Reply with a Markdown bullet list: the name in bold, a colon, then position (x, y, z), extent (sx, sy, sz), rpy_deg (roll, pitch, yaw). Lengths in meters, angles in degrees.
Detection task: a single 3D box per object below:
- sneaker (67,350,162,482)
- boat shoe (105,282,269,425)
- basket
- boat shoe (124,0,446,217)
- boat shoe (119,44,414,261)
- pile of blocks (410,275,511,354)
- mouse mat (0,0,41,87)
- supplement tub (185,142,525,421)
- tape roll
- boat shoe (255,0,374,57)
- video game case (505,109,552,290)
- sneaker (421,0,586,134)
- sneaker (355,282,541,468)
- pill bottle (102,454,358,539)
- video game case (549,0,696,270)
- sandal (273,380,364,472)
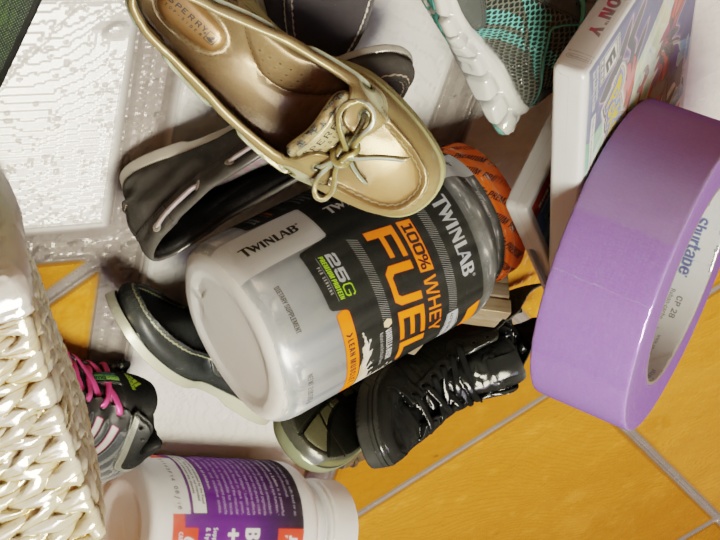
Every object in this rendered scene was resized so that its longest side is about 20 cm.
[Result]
- **sneaker**: position (-0.187, 0.085, 0.907), extent (0.087, 0.074, 0.200), rpy_deg (-23, 145, -8)
- **boat shoe**: position (-0.100, 0.045, 0.910), extent (0.068, 0.072, 0.200), rpy_deg (-40, 146, 10)
- **basket**: position (-0.253, 0.067, 0.703), extent (0.198, 0.200, 0.161), rpy_deg (-19, 115, -10)
- **boat shoe**: position (-0.041, -0.089, 0.703), extent (0.200, 0.063, 0.073), rpy_deg (33, 108, -11)
- **boat shoe**: position (-0.051, -0.065, 0.782), extent (0.200, 0.057, 0.067), rpy_deg (-24, 158, 18)
- **pile of blocks**: position (0.015, 0.028, 0.949), extent (0.200, 0.082, 0.062), rpy_deg (-17, 162, -24)
- **mouse mat**: position (-0.246, -0.129, 0.665), extent (0.161, 0.008, 0.200), rpy_deg (8, 133, -36)
- **supplement tub**: position (0.000, 0.000, 0.843), extent (0.200, 0.123, 0.123), rpy_deg (-28, 147, -24)
- **tape roll**: position (0.178, -0.003, 0.836), extent (0.200, 0.066, 0.200), rpy_deg (-49, 152, -37)
- **boat shoe**: position (-0.013, -0.177, 0.689), extent (0.072, 0.065, 0.200), rpy_deg (-12, 143, -21)
- **video game case**: position (0.157, -0.049, 0.905), extent (0.143, 0.017, 0.200), rpy_deg (-62, 149, -19)
- **sneaker**: position (0.084, -0.160, 0.759), extent (0.091, 0.078, 0.200), rpy_deg (-28, 152, 9)
- **sneaker**: position (0.072, 0.074, 0.980), extent (0.104, 0.200, 0.060), rpy_deg (-11, 110, 24)
- **pill bottle**: position (-0.104, 0.206, 1.064), extent (0.200, 0.112, 0.111), rpy_deg (8, 132, -37)
- **video game case**: position (0.165, -0.110, 0.816), extent (0.182, 0.023, 0.200), rpy_deg (-55, 154, -29)
- **sandal**: position (-0.021, 0.115, 0.990), extent (0.057, 0.080, 0.201), rpy_deg (-47, 164, 18)
